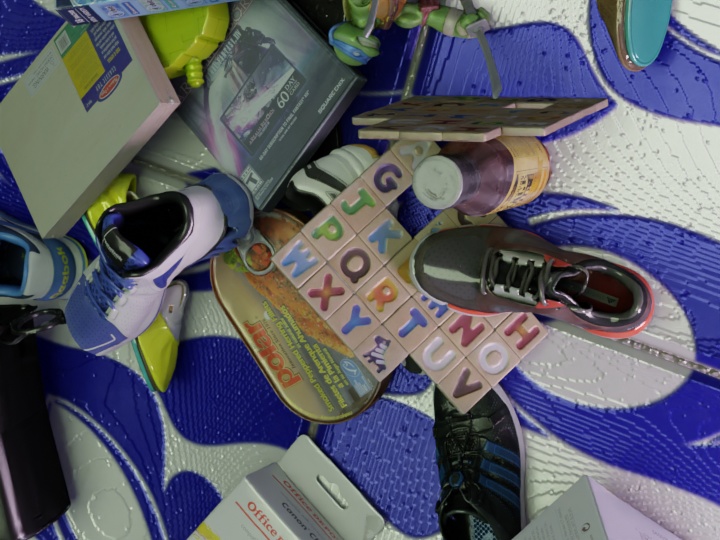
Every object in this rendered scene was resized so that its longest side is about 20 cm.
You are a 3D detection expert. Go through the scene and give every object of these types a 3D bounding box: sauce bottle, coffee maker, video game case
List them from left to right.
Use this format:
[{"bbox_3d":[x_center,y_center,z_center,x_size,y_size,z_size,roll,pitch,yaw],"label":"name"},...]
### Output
[{"bbox_3d":[-0.331,0.141,1.716,0.192,0.134,0.201,2,108,44],"label":"coffee maker"},{"bbox_3d":[-0.095,-0.166,1.626,0.200,0.019,0.143,48,111,30],"label":"video game case"},{"bbox_3d":[0.092,-0.074,1.490,0.066,0.200,0.066,4,99,24],"label":"sauce bottle"}]

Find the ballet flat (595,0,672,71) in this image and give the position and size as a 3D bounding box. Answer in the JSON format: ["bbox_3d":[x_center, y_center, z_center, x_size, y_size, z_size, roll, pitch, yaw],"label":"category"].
[{"bbox_3d":[0.208,-0.258,1.500,0.072,0.068,0.201,13,101,42],"label":"ballet flat"}]

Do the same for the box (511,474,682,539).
[{"bbox_3d":[0.169,0.287,1.512,0.152,0.106,0.200,35,113,-26],"label":"box"}]

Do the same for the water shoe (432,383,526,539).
[{"bbox_3d":[0.097,0.176,1.581,0.071,0.079,0.201,-13,91,23],"label":"water shoe"}]

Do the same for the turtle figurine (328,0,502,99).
[{"bbox_3d":[0.061,-0.243,1.506,0.144,0.200,0.195,20,89,-20],"label":"turtle figurine"}]

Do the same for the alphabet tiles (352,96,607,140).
[{"bbox_3d":[0.082,-0.118,1.482,0.167,0.200,0.008,3,103,23],"label":"alphabet tiles"}]

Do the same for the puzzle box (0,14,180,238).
[{"bbox_3d":[-0.241,-0.137,1.661,0.200,0.025,0.133,-42,65,36],"label":"puzzle box"}]

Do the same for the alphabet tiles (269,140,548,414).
[{"bbox_3d":[0.052,0.010,1.555,0.167,0.008,0.200,-43,94,-12],"label":"alphabet tiles"}]

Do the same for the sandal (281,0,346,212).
[{"bbox_3d":[-0.052,-0.149,1.627,0.075,0.045,0.201,10,100,22],"label":"sandal"}]

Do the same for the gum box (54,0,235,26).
[{"bbox_3d":[-0.155,-0.302,1.591,0.199,0.045,0.171,-7,76,12],"label":"gum box"}]

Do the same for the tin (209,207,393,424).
[{"bbox_3d":[-0.050,0.038,1.652,0.112,0.042,0.200,-35,82,18],"label":"tin"}]

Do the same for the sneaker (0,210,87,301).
[{"bbox_3d":[-0.348,-0.020,1.749,0.199,0.082,0.074,12,102,23],"label":"sneaker"}]

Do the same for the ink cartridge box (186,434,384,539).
[{"bbox_3d":[-0.085,0.251,1.673,0.116,0.067,0.200,45,110,12],"label":"ink cartridge box"}]

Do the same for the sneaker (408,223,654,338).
[{"bbox_3d":[0.137,0.003,1.518,0.199,0.082,0.077,9,85,4],"label":"sneaker"}]

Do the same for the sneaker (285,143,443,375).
[{"bbox_3d":[0.000,0.000,1.586,0.087,0.076,0.201,-21,85,-21],"label":"sneaker"}]

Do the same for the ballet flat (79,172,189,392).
[{"bbox_3d":[-0.190,0.006,1.698,0.067,0.067,0.201,-22,85,1],"label":"ballet flat"}]

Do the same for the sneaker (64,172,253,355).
[{"bbox_3d":[-0.192,-0.012,1.593,0.199,0.115,0.081,-40,73,25],"label":"sneaker"}]

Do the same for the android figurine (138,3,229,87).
[{"bbox_3d":[-0.172,-0.249,1.652,0.182,0.041,0.201,-15,79,31],"label":"android figurine"}]
